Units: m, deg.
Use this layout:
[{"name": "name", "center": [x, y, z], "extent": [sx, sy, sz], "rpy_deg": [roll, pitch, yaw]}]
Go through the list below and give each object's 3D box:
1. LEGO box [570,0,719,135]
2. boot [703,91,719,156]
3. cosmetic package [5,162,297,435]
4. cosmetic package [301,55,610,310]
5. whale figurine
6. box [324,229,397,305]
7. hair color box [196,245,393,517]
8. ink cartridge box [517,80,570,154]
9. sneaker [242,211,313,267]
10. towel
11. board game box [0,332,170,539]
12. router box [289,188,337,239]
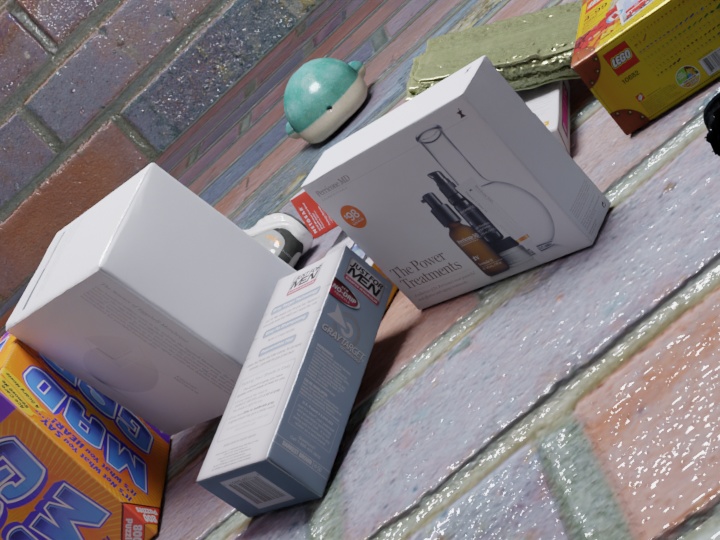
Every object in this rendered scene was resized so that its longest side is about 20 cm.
[{"name": "LEGO box", "center": [0.273, -0.219, 0.920], "extent": [0.199, 0.077, 0.150], "rpy_deg": [-34, 20, 31]}, {"name": "boot", "center": [0.292, -0.119, 0.639], "extent": [0.168, 0.077, 0.200], "rpy_deg": [-43, 10, -7]}, {"name": "cosmetic package", "center": [-0.182, 0.034, 1.066], "extent": [0.199, 0.199, 0.124], "rpy_deg": [-23, 37, 48]}, {"name": "cosmetic package", "center": [0.068, -0.058, 0.893], "extent": [0.199, 0.151, 0.052], "rpy_deg": [-24, 25, 49]}, {"name": "whale figurine", "center": [-0.064, -0.274, 1.779], "extent": [0.159, 0.104, 0.200], "rpy_deg": [-42, 17, 8]}, {"name": "box", "center": [0.000, 0.000, 1.108], "extent": [0.118, 0.041, 0.201], "rpy_deg": [-25, 28, 48]}, {"name": "hair color box", "center": [-0.050, 0.087, 0.926], "extent": [0.098, 0.060, 0.202], "rpy_deg": [-25, 36, 46]}, {"name": "ink cartridge box", "center": [0.146, -0.144, 1.076], "extent": [0.093, 0.037, 0.201], "rpy_deg": [-20, 28, 21]}, {"name": "sneaker", "center": [-0.139, -0.007, 1.389], "extent": [0.199, 0.074, 0.080], "rpy_deg": [-24, 32, 49]}, {"name": "towel", "center": [0.138, -0.203, 1.102], "extent": [0.197, 0.037, 0.149], "rpy_deg": [-13, 27, 15]}, {"name": "board game box", "center": [-0.325, 0.200, 1.113], "extent": [0.199, 0.200, 0.200], "rpy_deg": [-42, 17, 8]}, {"name": "router box", "center": [0.044, -0.126, 1.191], "extent": [0.178, 0.049, 0.200], "rpy_deg": [-29, 9, 34]}]
